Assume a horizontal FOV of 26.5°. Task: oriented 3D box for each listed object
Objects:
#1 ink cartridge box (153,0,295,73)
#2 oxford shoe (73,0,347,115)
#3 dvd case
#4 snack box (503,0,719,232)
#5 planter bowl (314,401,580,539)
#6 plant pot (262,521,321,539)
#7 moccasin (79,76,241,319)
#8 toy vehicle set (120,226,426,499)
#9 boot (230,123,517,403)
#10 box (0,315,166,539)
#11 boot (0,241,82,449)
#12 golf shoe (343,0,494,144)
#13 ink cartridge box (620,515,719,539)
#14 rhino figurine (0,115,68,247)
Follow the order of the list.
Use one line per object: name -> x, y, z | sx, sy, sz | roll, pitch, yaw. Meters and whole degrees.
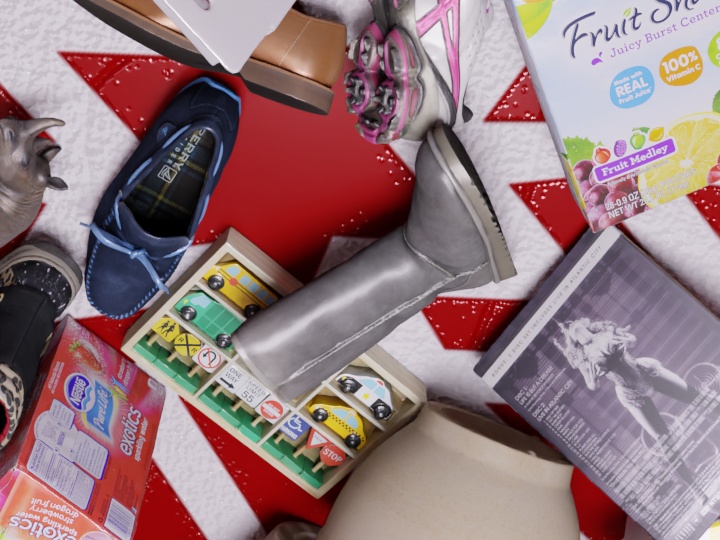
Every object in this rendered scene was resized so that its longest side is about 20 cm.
ink cartridge box -> -0.079, -0.207, 0.889 | 0.116, 0.201, 0.066 | 46, 144, -21
oxford shoe -> -0.103, -0.169, 1.001 | 0.198, 0.071, 0.072 | 20, 89, -7
dvd case -> 0.198, 0.083, 1.082 | 0.200, 0.016, 0.149 | 42, 106, 11
snack box -> 0.189, -0.149, 0.977 | 0.167, 0.068, 0.201 | -23, 115, 4
planter bowl -> 0.080, 0.179, 1.118 | 0.198, 0.200, 0.136 | 21, 94, -10
plant pot -> -0.056, 0.301, 1.195 | 0.198, 0.200, 0.175 | 27, 99, -13
moccasin -> -0.148, -0.043, 1.058 | 0.080, 0.068, 0.201 | 21, 120, -10
toy vehicle set -> -0.064, 0.073, 1.143 | 0.199, 0.027, 0.124 | 39, 113, -18
boot -> 0.000, 0.001, 1.035 | 0.198, 0.073, 0.182 | -22, 143, 5
box -> -0.214, 0.137, 1.085 | 0.099, 0.201, 0.095 | 40, 111, -19
boot -> -0.285, 0.083, 1.078 | 0.073, 0.155, 0.203 | 39, 123, -21
golf shoe -> 0.045, -0.183, 0.984 | 0.091, 0.072, 0.202 | -9, 117, -34
ink cartridge box -> 0.285, 0.231, 1.142 | 0.198, 0.125, 0.130 | -20, 91, 14
rhino figurine -> -0.273, -0.044, 1.066 | 0.199, 0.060, 0.087 | -39, 130, 20
